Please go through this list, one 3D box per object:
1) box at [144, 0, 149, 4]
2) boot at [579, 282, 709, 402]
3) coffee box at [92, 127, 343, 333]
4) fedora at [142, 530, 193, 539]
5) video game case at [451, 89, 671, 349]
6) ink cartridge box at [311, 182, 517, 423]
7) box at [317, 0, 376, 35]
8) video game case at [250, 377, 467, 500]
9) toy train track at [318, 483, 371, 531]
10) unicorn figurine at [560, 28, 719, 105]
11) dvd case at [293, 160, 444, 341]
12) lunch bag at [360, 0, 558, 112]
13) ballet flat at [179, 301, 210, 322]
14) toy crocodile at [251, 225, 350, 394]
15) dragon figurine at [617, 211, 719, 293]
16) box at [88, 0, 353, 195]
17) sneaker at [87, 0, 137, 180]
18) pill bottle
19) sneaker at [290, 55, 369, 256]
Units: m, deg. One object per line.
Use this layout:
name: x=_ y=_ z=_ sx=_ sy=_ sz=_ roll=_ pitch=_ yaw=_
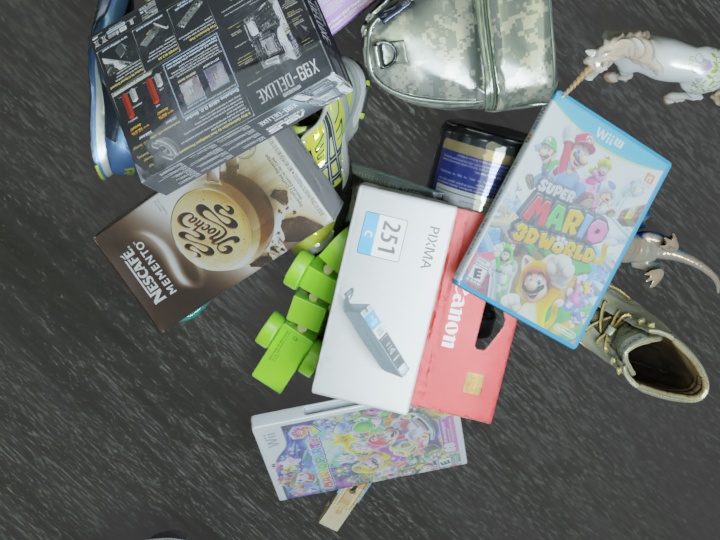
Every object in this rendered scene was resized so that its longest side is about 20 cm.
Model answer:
box: x=-0.151 y=-0.233 z=1.241 sx=0.078 sy=0.095 sz=0.200 roll=-19 pitch=103 yaw=3
boot: x=0.241 y=0.053 z=1.271 sx=0.200 sy=0.155 sz=0.072 roll=32 pitch=99 yaw=-8
coffee box: x=-0.131 y=-0.046 z=1.208 sx=0.200 sy=0.080 sz=0.113 roll=-33 pitch=100 yaw=14
fedora: x=-0.195 y=0.347 z=1.365 sx=0.177 sy=0.090 sz=0.200 roll=-13 pitch=108 yaw=4
video game case: x=0.188 y=-0.045 z=1.203 sx=0.143 sy=0.018 sz=0.200 roll=28 pitch=88 yaw=-21
ink cartridge box: x=0.062 y=0.035 z=1.204 sx=0.176 sy=0.045 sz=0.200 roll=13 pitch=97 yaw=-1
box: x=0.007 y=-0.270 z=1.211 sx=0.200 sy=0.137 sz=0.039 roll=-37 pitch=99 yaw=8
video game case: x=0.002 y=0.170 z=1.297 sx=0.200 sy=0.018 sz=0.143 roll=-11 pitch=140 yaw=2
toy train track: x=0.016 y=0.187 z=1.365 sx=0.115 sy=0.033 sz=0.200 roll=28 pitch=106 yaw=-13
unicorn figurine: x=0.273 y=-0.195 z=1.225 sx=0.200 sy=0.137 sz=0.074 roll=-1 pitch=92 yaw=-3
dvd case: x=0.000 y=0.000 z=1.283 sx=0.146 sy=0.022 sz=0.200 roll=23 pitch=104 yaw=38
lunch bag: x=0.083 y=-0.213 z=1.192 sx=0.167 sy=0.200 sz=0.140 roll=-9 pitch=102 yaw=0
ballet flat: x=-0.140 y=-0.026 z=1.296 sx=0.067 sy=0.070 sz=0.200 roll=35 pitch=99 yaw=-7
toy crocodile: x=-0.050 y=0.039 z=1.274 sx=0.067 sy=0.062 sz=0.200 roll=29 pitch=118 yaw=3
dragon figurine: x=0.266 y=-0.030 z=1.299 sx=0.200 sy=0.099 sz=0.059 roll=9 pitch=109 yaw=-17
box: x=-0.124 y=-0.182 z=1.137 sx=0.200 sy=0.050 sz=0.158 roll=-28 pitch=70 yaw=13
sneaker: x=-0.221 y=-0.188 z=1.263 sx=0.082 sy=0.074 sz=0.200 roll=1 pitch=109 yaw=-2
pill bottle: x=0.111 y=-0.041 z=1.274 sx=0.112 sy=0.112 sz=0.200 roll=13 pitch=102 yaw=-3
sneaker: x=-0.051 y=-0.112 z=1.263 sx=0.075 sy=0.076 sz=0.200 roll=14 pitch=99 yaw=38
